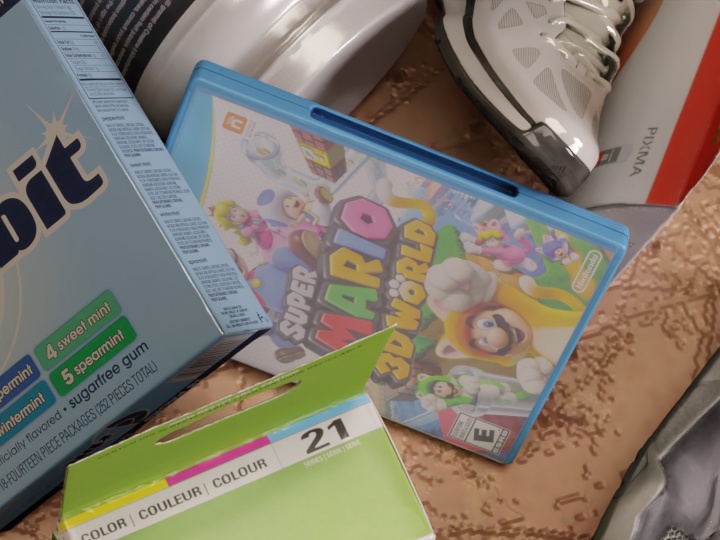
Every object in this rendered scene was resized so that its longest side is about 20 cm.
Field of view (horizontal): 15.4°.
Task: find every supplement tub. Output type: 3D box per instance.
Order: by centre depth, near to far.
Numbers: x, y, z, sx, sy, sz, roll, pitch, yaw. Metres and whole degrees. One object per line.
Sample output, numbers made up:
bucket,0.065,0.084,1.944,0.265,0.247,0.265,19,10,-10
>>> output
supplement tub,-0.082,-0.148,1.212,0.140,0.140,0.200,-42,81,-18

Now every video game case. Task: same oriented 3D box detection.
video game case,0.000,0.000,1.174,0.200,0.143,0.018,21,40,-4

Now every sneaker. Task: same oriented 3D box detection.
sneaker,0.096,-0.121,1.173,0.115,0.201,0.076,-36,121,14
sneaker,0.178,0.105,1.197,0.114,0.076,0.199,37,66,12

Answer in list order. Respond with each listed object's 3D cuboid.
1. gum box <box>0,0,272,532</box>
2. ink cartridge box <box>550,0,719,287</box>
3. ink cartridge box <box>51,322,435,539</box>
gum box,-0.157,-0.011,1.157,0.170,0.045,0.200,-37,76,25
ink cartridge box,0.140,-0.092,1.191,0.050,0.200,0.162,23,70,1
ink cartridge box,-0.047,0.107,1.101,0.148,0.200,0.076,-22,76,-14
